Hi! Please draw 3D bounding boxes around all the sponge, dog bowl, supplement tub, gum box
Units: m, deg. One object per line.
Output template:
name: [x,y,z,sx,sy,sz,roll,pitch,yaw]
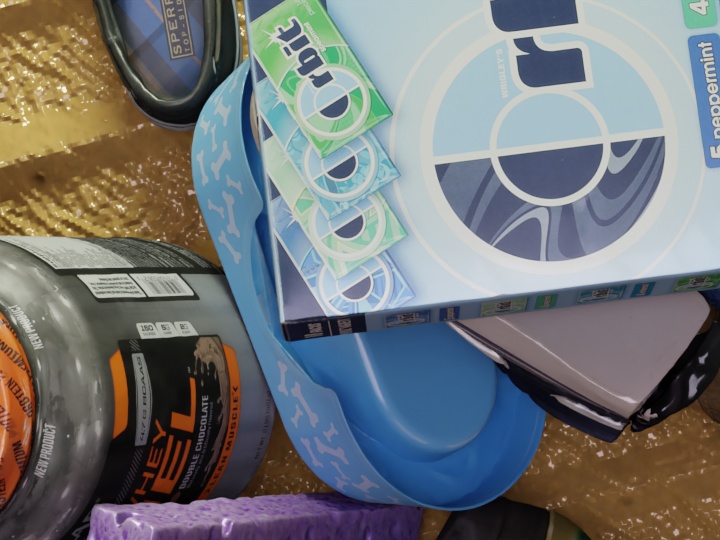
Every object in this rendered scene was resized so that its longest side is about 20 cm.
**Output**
sponge: [-0.045,0.142,1.052,0.030,0.200,0.112,15,95,29]
dog bowl: [0.000,0.000,1.087,0.049,0.111,0.201,-19,93,48]
supplement tub: [-0.122,0.048,1.033,0.122,0.200,0.123,0,91,23]
gum box: [0.061,-0.072,0.989,0.199,0.045,0.171,-7,80,1]

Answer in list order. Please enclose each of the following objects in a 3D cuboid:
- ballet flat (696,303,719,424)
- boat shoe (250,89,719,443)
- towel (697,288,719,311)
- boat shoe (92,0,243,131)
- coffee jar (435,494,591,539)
ballet flat: [0.132,-0.004,1.094,0.072,0.068,0.201,-8,111,29]
boat shoe: [0.040,-0.004,1.050,0.200,0.093,0.075,39,75,6]
towel: [0.203,-0.055,1.027,0.111,0.049,0.200,31,96,-8]
boat shoe: [-0.087,-0.155,1.105,0.068,0.057,0.201,-15,92,3]
coffee jar: [0.111,0.167,1.095,0.199,0.085,0.105,24,101,1]
